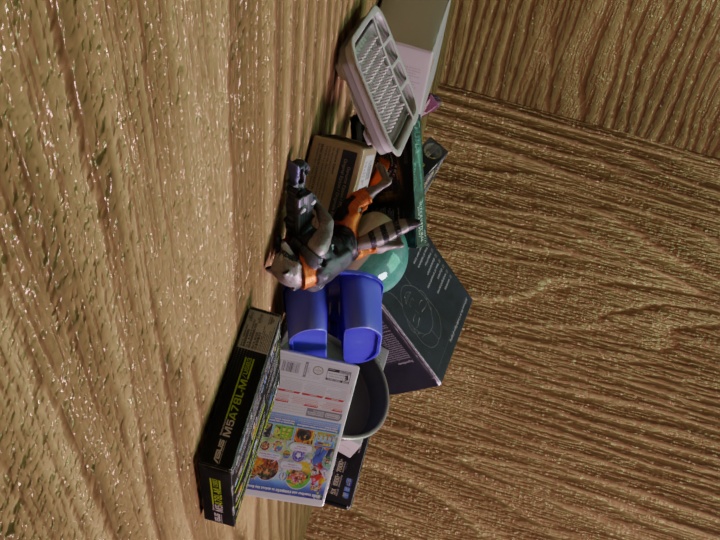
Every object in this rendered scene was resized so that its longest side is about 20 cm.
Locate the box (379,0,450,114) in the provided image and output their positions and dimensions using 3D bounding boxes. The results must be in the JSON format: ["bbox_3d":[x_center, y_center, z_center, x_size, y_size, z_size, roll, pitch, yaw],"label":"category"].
[{"bbox_3d":[0.070,-0.346,1.912,0.201,0.105,0.154,100,7,-54],"label":"box"}]

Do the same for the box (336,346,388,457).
[{"bbox_3d":[-0.050,0.162,1.782,0.041,0.155,0.201,-50,-167,43],"label":"box"}]

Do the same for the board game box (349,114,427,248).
[{"bbox_3d":[0.043,-0.141,1.832,0.028,0.134,0.203,-13,105,-42],"label":"board game box"}]

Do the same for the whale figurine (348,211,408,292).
[{"bbox_3d":[0.000,0.000,1.803,0.200,0.103,0.160,-45,-170,48],"label":"whale figurine"}]

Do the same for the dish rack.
[{"bbox_3d":[0.020,-0.255,1.604,0.201,0.043,0.173,-68,138,-61],"label":"dish rack"}]

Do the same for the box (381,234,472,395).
[{"bbox_3d":[0.066,0.060,1.930,0.197,0.123,0.201,51,43,-25],"label":"box"}]

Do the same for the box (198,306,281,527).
[{"bbox_3d":[-0.139,0.175,1.390,0.194,0.047,0.202,102,3,-61],"label":"box"}]

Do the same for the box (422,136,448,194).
[{"bbox_3d":[0.065,-0.118,2.035,0.161,0.049,0.201,-45,170,-29],"label":"box"}]

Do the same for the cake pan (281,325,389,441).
[{"bbox_3d":[-0.047,0.161,1.712,0.037,0.199,0.201,-42,-162,39],"label":"cake pan"}]

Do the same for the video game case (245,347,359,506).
[{"bbox_3d":[-0.090,0.213,1.600,0.018,0.142,0.203,19,-85,63],"label":"video game case"}]

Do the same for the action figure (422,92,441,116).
[{"bbox_3d":[0.044,-0.251,2.018,0.200,0.149,0.134,-45,178,-27],"label":"action figure"}]

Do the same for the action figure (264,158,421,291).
[{"bbox_3d":[-0.030,-0.050,1.417,0.192,0.104,0.201,-34,144,-23],"label":"action figure"}]

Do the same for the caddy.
[{"bbox_3d":[-0.038,0.056,1.624,0.200,0.139,0.107,96,-8,-68],"label":"caddy"}]

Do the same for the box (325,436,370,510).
[{"bbox_3d":[-0.065,0.259,1.882,0.086,0.161,0.203,67,40,-84],"label":"box"}]

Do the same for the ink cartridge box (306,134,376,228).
[{"bbox_3d":[-0.037,-0.096,1.597,0.200,0.074,0.167,-54,157,-81],"label":"ink cartridge box"}]

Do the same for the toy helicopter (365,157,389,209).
[{"bbox_3d":[-0.029,-0.087,1.781,0.133,0.078,0.202,-81,-164,-63],"label":"toy helicopter"}]
